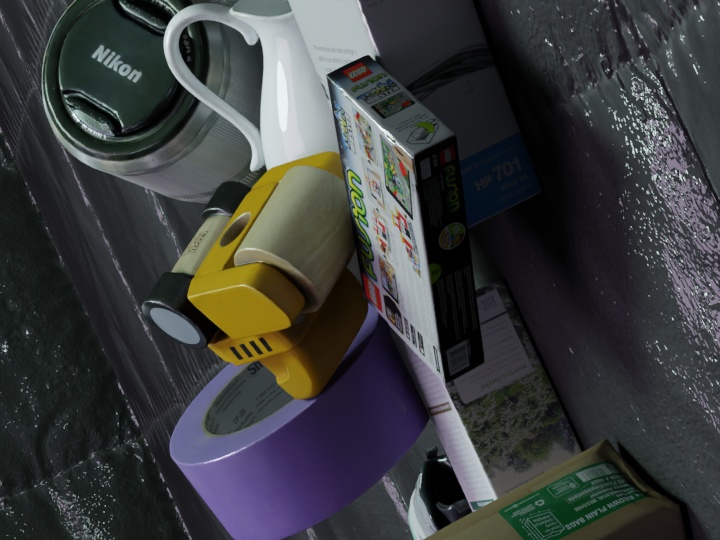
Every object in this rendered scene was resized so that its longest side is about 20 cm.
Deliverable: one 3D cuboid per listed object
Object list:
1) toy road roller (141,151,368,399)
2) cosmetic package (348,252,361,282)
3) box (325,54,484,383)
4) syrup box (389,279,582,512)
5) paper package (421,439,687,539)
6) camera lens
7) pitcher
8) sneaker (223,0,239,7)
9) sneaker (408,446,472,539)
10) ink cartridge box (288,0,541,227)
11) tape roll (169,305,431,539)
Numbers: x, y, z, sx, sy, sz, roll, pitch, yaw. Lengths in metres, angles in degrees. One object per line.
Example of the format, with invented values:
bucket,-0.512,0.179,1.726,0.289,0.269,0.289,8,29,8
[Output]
toy road roller,-0.047,0.013,1.655,0.146,0.123,0.200,41,152,-19
cosmetic package,0.000,0.000,1.920,0.201,0.073,0.103,69,165,-11
box,0.031,-0.032,1.517,0.110,0.035,0.201,47,156,43
syrup box,0.105,0.116,1.726,0.201,0.078,0.081,65,164,1
paper package,0.132,0.250,1.607,0.103,0.199,0.192,45,155,54
camera lens,-0.149,-0.143,1.836,0.161,0.160,0.200,60,-165,19
pitcher,-0.045,-0.119,1.711,0.121,0.170,0.201,-68,-37,-63
sneaker,-0.117,-0.296,1.886,0.200,0.075,0.100,44,149,34
sneaker,0.096,0.241,1.958,0.201,0.077,0.140,57,164,29
ink cartridge box,0.031,-0.134,1.575,0.146,0.085,0.201,20,132,69
tape roll,-0.046,0.116,1.795,0.085,0.200,0.200,55,169,-19
